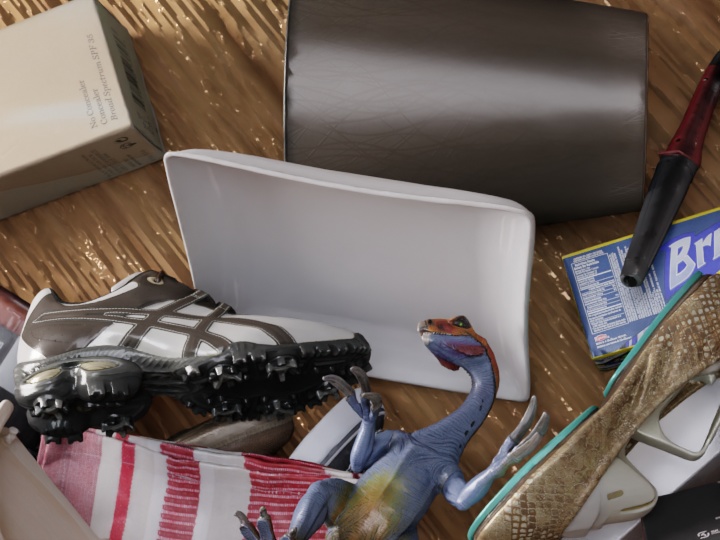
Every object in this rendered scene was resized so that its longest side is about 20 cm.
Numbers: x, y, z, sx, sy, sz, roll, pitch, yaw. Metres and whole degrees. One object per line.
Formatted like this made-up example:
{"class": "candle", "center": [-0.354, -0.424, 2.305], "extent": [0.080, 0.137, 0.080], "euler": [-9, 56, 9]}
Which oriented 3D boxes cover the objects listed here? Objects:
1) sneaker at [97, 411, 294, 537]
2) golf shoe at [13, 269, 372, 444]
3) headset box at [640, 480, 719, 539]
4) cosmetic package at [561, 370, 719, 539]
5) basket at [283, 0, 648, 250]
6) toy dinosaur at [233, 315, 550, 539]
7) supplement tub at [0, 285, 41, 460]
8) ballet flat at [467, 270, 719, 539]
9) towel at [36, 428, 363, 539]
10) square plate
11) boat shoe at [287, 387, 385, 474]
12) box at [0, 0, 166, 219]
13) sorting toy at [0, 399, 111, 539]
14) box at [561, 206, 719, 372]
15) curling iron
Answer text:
{"class": "sneaker", "center": [-0.117, 0.144, 1.177], "extent": [0.199, 0.070, 0.076], "euler": [-27, 92, 10]}
{"class": "golf shoe", "center": [-0.094, 0.035, 1.117], "extent": [0.199, 0.078, 0.095], "euler": [-4, 57, -8]}
{"class": "headset box", "center": [0.235, 0.186, 1.042], "extent": [0.148, 0.075, 0.201], "euler": [-14, 106, 8]}
{"class": "cosmetic package", "center": [0.143, 0.126, 1.112], "extent": [0.200, 0.083, 0.051], "euler": [-41, 69, 0]}
{"class": "basket", "center": [0.064, -0.093, 1.148], "extent": [0.199, 0.136, 0.181], "euler": [1, 96, 7]}
{"class": "toy dinosaur", "center": [0.009, 0.109, 1.068], "extent": [0.105, 0.181, 0.200], "euler": [43, 132, 7]}
{"class": "supplement tub", "center": [-0.247, 0.106, 1.175], "extent": [0.107, 0.107, 0.200], "euler": [29, 82, 15]}
{"class": "ballet flat", "center": [0.141, 0.086, 1.033], "extent": [0.065, 0.071, 0.200], "euler": [40, 79, 14]}
{"class": "towel", "center": [-0.097, 0.169, 1.118], "extent": [0.199, 0.023, 0.145], "euler": [8, 89, 15]}
{"class": "square plate", "center": [0.000, 0.000, 1.110], "extent": [0.197, 0.200, 0.029], "euler": [10, 58, 10]}
{"class": "boat shoe", "center": [-0.031, 0.165, 1.144], "extent": [0.068, 0.072, 0.200], "euler": [32, 89, 17]}
{"class": "box", "center": [-0.231, -0.084, 1.229], "extent": [0.199, 0.078, 0.095], "euler": [-21, 76, 6]}
{"class": "sorting toy", "center": [-0.203, 0.209, 1.085], "extent": [0.180, 0.107, 0.200], "euler": [-41, 89, 28]}
{"class": "box", "center": [0.219, -0.003, 1.129], "extent": [0.199, 0.070, 0.065], "euler": [-17, 78, 7]}
{"class": "curling iron", "center": [0.184, -0.067, 1.122], "extent": [0.026, 0.050, 0.200], "euler": [39, 57, -9]}
